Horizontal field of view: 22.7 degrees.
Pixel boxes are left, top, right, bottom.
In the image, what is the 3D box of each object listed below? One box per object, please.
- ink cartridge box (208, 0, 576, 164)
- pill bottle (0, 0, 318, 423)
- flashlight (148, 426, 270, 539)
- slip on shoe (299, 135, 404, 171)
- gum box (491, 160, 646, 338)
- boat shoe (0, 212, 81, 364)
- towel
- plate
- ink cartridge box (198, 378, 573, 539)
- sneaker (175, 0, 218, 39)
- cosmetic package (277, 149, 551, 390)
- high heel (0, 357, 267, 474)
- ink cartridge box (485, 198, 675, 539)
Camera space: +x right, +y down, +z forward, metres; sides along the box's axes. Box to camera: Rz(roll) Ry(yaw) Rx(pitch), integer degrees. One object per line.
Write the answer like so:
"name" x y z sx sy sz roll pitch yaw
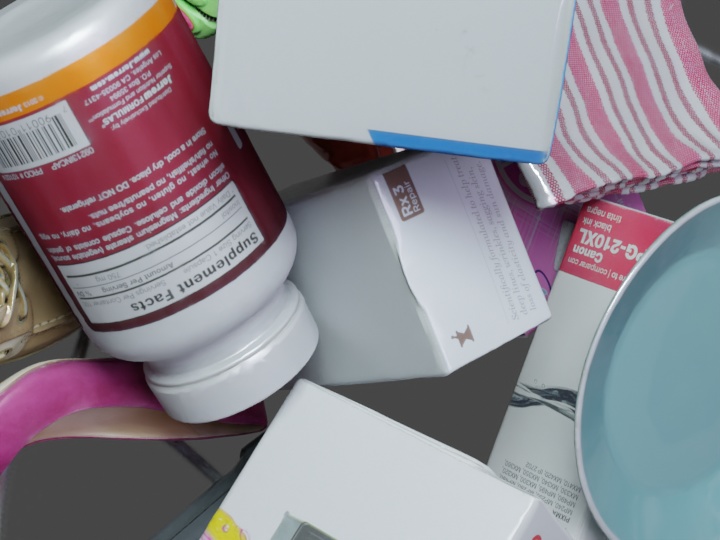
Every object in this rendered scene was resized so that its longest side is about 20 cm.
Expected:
"ink cartridge box" 0.014 -0.112 0.817 0.146 0.200 0.085 7 103 0
"pill bottle" -0.100 -0.033 0.830 0.113 0.113 0.200 -40 117 -26
"flashlight" -0.085 0.155 0.917 0.200 0.068 0.068 -38 94 -31
"slip on shoe" -0.030 -0.100 0.967 0.061 0.074 0.200 -31 95 -23
"gum box" 0.078 -0.074 1.026 0.113 0.066 0.200 -29 100 -30
"boat shoe" -0.190 0.017 0.866 0.200 0.064 0.071 -23 97 -29
"towel" 0.135 -0.114 0.992 0.200 0.030 0.147 -13 78 -47
"plate" 0.177 0.054 0.934 0.200 0.026 0.201 -14 113 -35
"ink cartridge box" 0.000 0.187 0.869 0.200 0.146 0.147 -58 148 -13
"sneaker" -0.081 -0.208 0.913 0.084 0.077 0.200 6 59 -31
"cosmetic package" 0.000 0.000 0.898 0.074 0.200 0.102 -26 98 -30
"high heel" -0.136 0.085 0.892 0.200 0.067 0.096 -35 94 -40
"ink cartridge box" 0.161 0.077 1.004 0.145 0.084 0.200 19 93 -43
